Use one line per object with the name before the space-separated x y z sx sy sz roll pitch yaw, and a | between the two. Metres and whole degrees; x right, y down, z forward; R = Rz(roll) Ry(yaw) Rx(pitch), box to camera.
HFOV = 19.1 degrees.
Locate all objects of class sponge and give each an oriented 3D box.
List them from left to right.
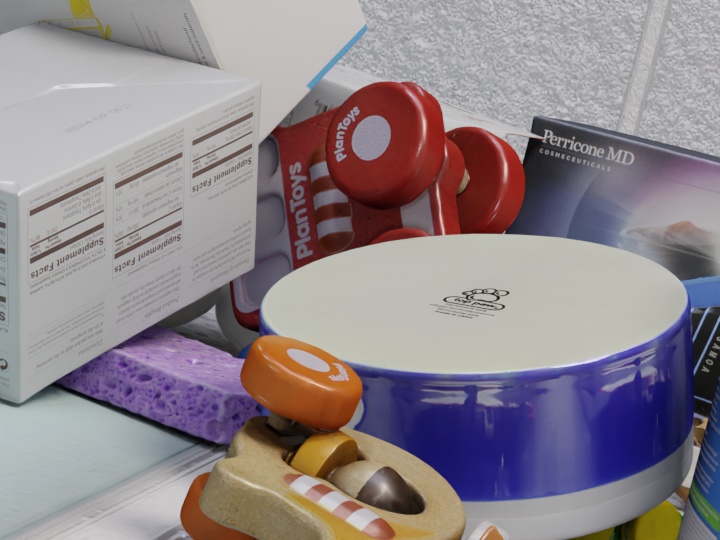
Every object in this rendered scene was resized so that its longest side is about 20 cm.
sponge | -0.115 0.050 1.126 0.199 0.030 0.111 18 6 33

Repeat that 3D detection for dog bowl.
dog bowl | 0.052 0.049 0.975 0.198 0.080 0.200 -2 18 1

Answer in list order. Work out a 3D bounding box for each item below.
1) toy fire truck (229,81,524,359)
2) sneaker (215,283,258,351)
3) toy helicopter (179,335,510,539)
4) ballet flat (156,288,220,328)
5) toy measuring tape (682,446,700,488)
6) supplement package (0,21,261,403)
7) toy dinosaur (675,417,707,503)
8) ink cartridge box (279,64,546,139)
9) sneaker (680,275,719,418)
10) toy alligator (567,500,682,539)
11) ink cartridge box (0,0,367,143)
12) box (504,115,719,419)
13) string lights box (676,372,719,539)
toy fire truck | 0.000 0.000 1.171 0.167 0.202 0.112 -19 -23 30
sneaker | 0.005 0.042 1.261 0.198 0.080 0.130 25 -3 4
toy helicopter | 0.005 0.104 0.758 0.131 0.079 0.200 23 15 -7
ballet flat | -0.185 0.006 1.289 0.198 0.070 0.069 11 4 10
toy measuring tape | 0.193 0.116 1.079 0.073 0.074 0.199 11 6 -37
supplement package | -0.170 -0.037 1.097 0.155 0.112 0.200 17 27 27
toy dinosaur | 0.206 0.119 1.231 0.106 0.061 0.200 26 10 -26
ink cartridge box | 0.008 -0.096 1.367 0.162 0.058 0.200 23 5 26
sneaker | 0.169 0.046 1.194 0.198 0.079 0.070 -8 -1 16
toy alligator | 0.091 0.100 1.026 0.199 0.055 0.059 12 5 -33
ink cartridge box | -0.123 -0.155 1.229 0.199 0.126 0.129 2 37 39
box | 0.197 0.014 1.454 0.198 0.200 0.123 16 5 20
string lights box | 0.182 0.060 0.891 0.058 0.202 0.103 14 6 -1
